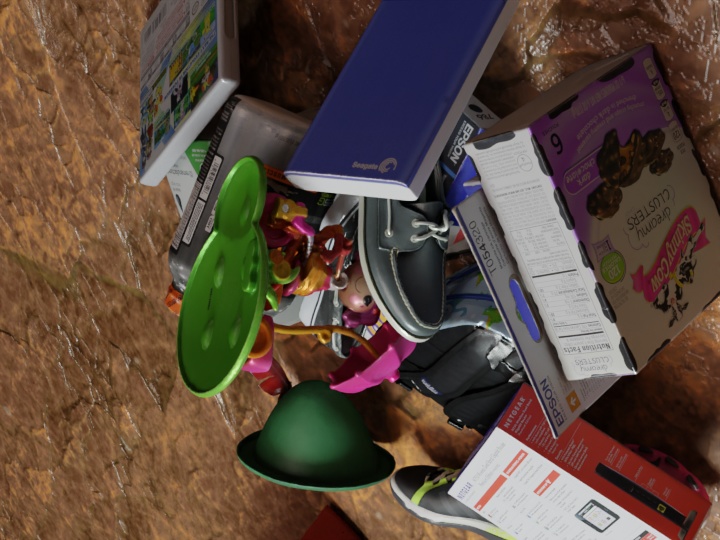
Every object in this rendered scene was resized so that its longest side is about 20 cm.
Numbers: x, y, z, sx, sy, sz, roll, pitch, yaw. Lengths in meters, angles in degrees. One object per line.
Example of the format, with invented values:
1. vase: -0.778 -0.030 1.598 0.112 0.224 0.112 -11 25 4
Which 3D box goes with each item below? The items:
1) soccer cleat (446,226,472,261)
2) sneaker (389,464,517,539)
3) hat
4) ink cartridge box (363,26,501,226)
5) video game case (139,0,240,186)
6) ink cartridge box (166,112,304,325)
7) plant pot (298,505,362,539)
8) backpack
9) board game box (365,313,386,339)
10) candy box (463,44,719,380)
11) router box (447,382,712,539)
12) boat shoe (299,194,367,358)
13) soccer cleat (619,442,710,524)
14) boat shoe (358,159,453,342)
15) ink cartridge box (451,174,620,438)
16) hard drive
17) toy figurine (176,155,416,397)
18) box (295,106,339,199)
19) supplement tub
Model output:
1. soccer cleat: 0.073 -0.045 1.275 0.200 0.068 0.073 -13 88 50
2. sneaker: 0.121 0.214 1.404 0.200 0.072 0.083 14 119 30
3. hat: -0.041 0.117 1.446 0.165 0.200 0.177 12 103 23
4. ink cartridge box: 0.058 -0.115 1.202 0.200 0.039 0.100 44 126 31
5. video game case: -0.165 -0.204 1.342 0.200 0.022 0.183 -40 47 50
6. ink cartridge box: -0.114 -0.050 1.402 0.146 0.083 0.200 10 121 59
7. plant pot: -0.042 0.433 1.631 0.176 0.200 0.200 33 137 9
8. backpack: 0.122 0.060 1.225 0.163 0.154 0.200 39 170 -4
9. board game box: 0.022 0.032 1.402 0.200 0.030 0.096 41 139 13
10. candy box: 0.189 -0.044 1.064 0.071 0.168 0.200 -12 108 49
11. router box: 0.179 0.194 1.203 0.179 0.049 0.200 33 155 6
12. boat shoe: -0.002 0.001 1.262 0.068 0.073 0.200 48 135 27
13. soccer cleat: 0.228 0.194 1.286 0.200 0.070 0.086 19 154 31
14. boat shoe: 0.041 -0.043 1.154 0.062 0.073 0.201 -19 77 48
15. ink cartridge box: 0.155 -0.001 1.104 0.043 0.200 0.197 -11 108 48
16. hard drive: 0.034 -0.149 1.134 0.132 0.200 0.025 8 152 42
17. toy figurine: -0.035 0.023 1.180 0.150 0.184 0.201 -10 68 58
18. box: -0.020 -0.057 1.344 0.041 0.039 0.201 -3 106 35
19. supplement tub: -0.095 -0.046 1.261 0.122 0.122 0.200 27 99 30
